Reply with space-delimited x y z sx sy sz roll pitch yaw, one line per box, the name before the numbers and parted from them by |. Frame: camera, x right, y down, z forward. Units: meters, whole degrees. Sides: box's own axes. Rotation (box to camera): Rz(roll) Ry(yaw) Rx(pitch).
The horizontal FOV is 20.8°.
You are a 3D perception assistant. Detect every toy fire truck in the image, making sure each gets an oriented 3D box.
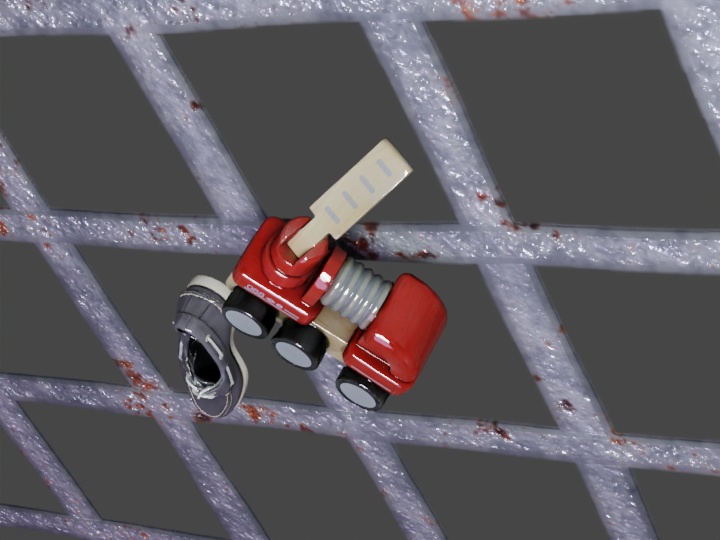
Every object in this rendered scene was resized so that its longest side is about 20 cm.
toy fire truck | 0.000 0.000 1.591 0.176 0.129 0.200 33 156 -3

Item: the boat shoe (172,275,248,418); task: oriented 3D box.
boat shoe | -0.150 0.086 1.841 0.072 0.063 0.200 21 145 13
